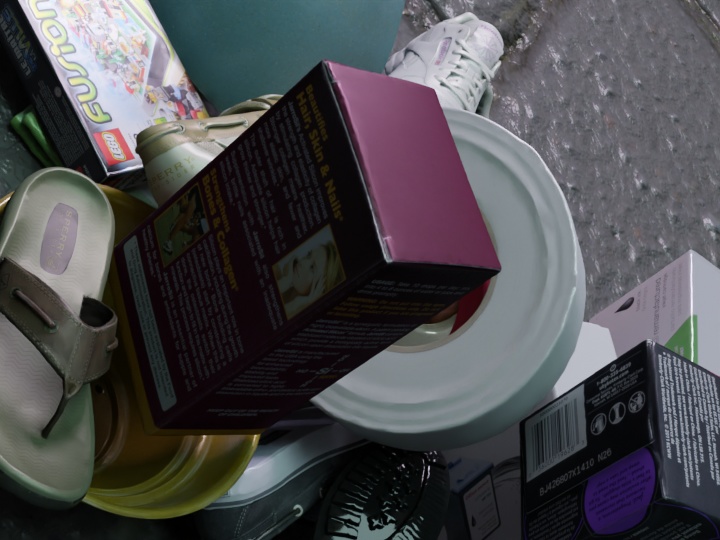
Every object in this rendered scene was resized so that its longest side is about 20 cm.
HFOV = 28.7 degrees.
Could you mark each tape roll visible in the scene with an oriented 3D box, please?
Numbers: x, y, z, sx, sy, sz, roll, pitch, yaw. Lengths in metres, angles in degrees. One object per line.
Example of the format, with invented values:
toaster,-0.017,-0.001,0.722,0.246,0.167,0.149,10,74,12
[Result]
tape roll,0.035,0.005,0.855,0.071,0.201,0.204,49,20,-70

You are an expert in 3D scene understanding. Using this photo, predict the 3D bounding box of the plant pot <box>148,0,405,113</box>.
plant pot,-0.045,-0.202,1.026,0.200,0.134,0.201,42,26,-26

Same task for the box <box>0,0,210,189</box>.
box,-0.179,-0.151,0.918,0.110,0.035,0.201,-23,83,-50

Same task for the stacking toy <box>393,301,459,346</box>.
stacking toy,0.032,-0.031,1.056,0.145,0.146,0.201,21,29,-36

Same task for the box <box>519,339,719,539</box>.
box,0.206,0.145,0.844,0.199,0.122,0.107,27,46,-26

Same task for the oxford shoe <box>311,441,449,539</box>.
oxford shoe,-0.009,0.182,0.857,0.072,0.085,0.201,34,54,1

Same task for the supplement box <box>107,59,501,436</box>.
supplement box,-0.037,-0.003,0.731,0.085,0.199,0.111,5,58,-45

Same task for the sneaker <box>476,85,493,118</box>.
sneaker,0.081,-0.076,1.145,0.074,0.088,0.202,25,48,-35

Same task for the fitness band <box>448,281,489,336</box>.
fitness band,0.000,0.000,0.934,0.200,0.144,0.037,43,2,27

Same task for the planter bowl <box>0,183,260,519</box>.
planter bowl,-0.156,0.057,0.791,0.199,0.083,0.202,28,45,-32

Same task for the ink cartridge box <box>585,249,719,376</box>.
ink cartridge box,0.201,0.103,1.051,0.084,0.200,0.147,34,41,-20

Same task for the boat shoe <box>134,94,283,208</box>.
boat shoe,-0.079,-0.082,0.881,0.064,0.073,0.201,61,28,-8

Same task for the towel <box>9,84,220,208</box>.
towel,-0.133,-0.093,0.971,0.149,0.031,0.200,49,38,-8

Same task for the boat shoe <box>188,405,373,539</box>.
boat shoe,-0.037,0.132,0.884,0.200,0.069,0.067,-20,105,-62

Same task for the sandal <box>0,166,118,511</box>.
sandal,-0.155,0.022,0.702,0.079,0.057,0.203,25,47,-33

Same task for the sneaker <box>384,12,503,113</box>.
sneaker,0.063,-0.151,1.089,0.075,0.099,0.201,45,20,-20

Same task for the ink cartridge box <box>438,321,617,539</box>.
ink cartridge box,0.120,0.152,0.968,0.085,0.146,0.202,12,54,-39
